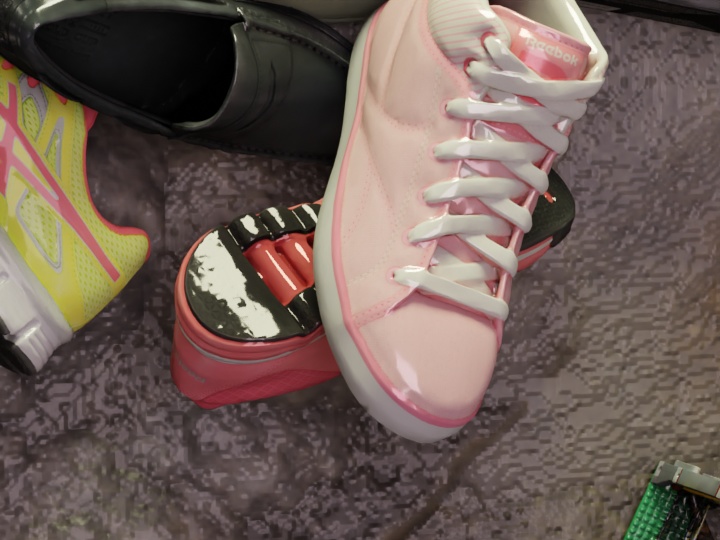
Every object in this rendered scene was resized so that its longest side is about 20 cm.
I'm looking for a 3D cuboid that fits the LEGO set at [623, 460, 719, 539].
[{"bbox_3d":[0.168,0.177,1.018,0.154,0.116,0.200,35,85,-13],"label":"LEGO set"}]

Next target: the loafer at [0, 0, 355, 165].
[{"bbox_3d":[-0.063,-0.077,0.949,0.200,0.070,0.068,17,112,-36],"label":"loafer"}]

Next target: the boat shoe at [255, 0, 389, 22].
[{"bbox_3d":[-0.060,-0.147,0.972,0.201,0.072,0.061,7,66,-21],"label":"boat shoe"}]

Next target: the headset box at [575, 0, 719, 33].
[{"bbox_3d":[0.119,-0.212,1.010,0.149,0.075,0.200,10,90,-13],"label":"headset box"}]

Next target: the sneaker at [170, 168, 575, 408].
[{"bbox_3d":[0.000,0.000,1.001,0.200,0.087,0.074,-22,65,-31],"label":"sneaker"}]

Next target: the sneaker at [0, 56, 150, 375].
[{"bbox_3d":[-0.154,-0.063,0.958,0.090,0.078,0.200,-33,104,-20],"label":"sneaker"}]

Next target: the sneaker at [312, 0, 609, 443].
[{"bbox_3d":[0.041,-0.040,0.915,0.075,0.105,0.200,21,56,-29],"label":"sneaker"}]
